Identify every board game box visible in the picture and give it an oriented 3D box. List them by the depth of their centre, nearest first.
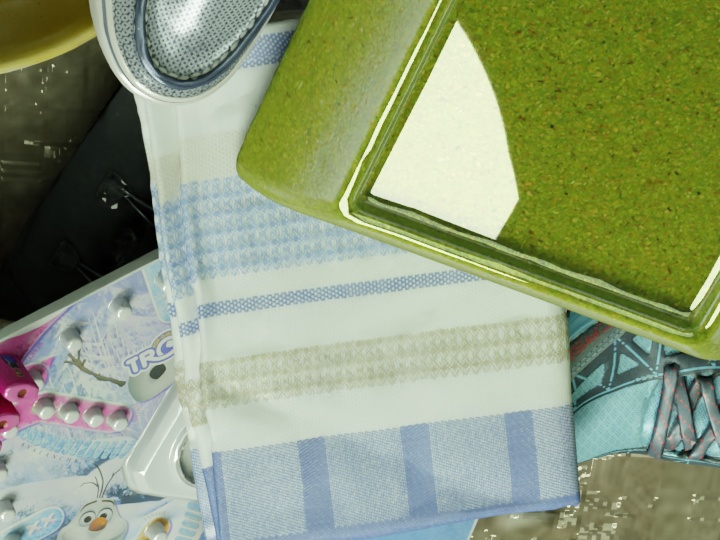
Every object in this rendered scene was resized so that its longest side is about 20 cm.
[{"bbox_3d":[-0.054,0.069,1.122,0.200,0.026,0.200,-27,136,-13],"label":"board game box"}]

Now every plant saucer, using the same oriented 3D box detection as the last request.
[{"bbox_3d":[0.081,-0.060,0.957,0.200,0.048,0.200,19,126,-10],"label":"plant saucer"}]

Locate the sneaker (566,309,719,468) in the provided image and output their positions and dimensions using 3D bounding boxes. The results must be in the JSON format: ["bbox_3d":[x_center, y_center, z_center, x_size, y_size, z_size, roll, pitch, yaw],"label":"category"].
[{"bbox_3d":[0.152,0.039,1.089,0.200,0.096,0.079,-19,142,-14],"label":"sneaker"}]

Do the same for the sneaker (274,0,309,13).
[{"bbox_3d":[0.016,-0.104,1.058,0.087,0.075,0.200,-39,119,17],"label":"sneaker"}]

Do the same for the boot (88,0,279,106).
[{"bbox_3d":[-0.033,-0.136,0.934,0.073,0.090,0.200,9,110,-23],"label":"boot"}]

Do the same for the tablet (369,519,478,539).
[{"bbox_3d":[0.012,0.054,1.128,0.130,0.014,0.200,0,123,-35],"label":"tablet"}]

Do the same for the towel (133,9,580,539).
[{"bbox_3d":[0.000,0.000,1.040,0.147,0.024,0.200,-8,103,-3],"label":"towel"}]

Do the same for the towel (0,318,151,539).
[{"bbox_3d":[-0.190,0.066,1.125,0.200,0.034,0.133,14,123,-7],"label":"towel"}]

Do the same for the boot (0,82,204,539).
[{"bbox_3d":[-0.055,0.003,1.140,0.165,0.066,0.200,26,116,-22],"label":"boot"}]

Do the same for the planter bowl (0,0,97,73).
[{"bbox_3d":[-0.146,-0.172,0.977,0.200,0.083,0.200,-9,117,-17],"label":"planter bowl"}]
